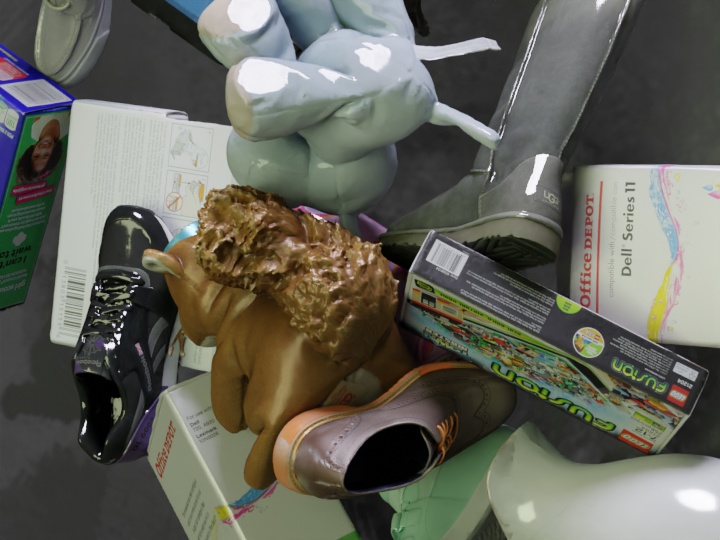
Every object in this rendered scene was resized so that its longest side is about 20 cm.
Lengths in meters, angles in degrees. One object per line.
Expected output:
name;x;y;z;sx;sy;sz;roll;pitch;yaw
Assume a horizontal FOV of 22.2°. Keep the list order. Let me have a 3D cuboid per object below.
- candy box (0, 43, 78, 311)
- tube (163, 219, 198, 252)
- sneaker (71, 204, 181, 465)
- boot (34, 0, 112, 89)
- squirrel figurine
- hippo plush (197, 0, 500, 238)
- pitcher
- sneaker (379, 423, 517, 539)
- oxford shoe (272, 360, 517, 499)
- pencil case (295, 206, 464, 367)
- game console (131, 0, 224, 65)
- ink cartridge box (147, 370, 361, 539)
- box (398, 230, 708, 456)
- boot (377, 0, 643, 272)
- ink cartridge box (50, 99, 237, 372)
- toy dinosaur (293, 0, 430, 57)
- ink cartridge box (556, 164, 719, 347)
candy box;-0.339;-0.089;1.560;0.169;0.077;0.201;35;120;27
tube;-0.069;0.046;1.383;0.200;0.077;0.050;46;109;18
sneaker;-0.183;0.051;1.420;0.075;0.087;0.202;0;93;25
boot;-0.247;-0.245;1.492;0.073;0.095;0.202;28;109;30
squirrel figurine;-0.061;0.017;1.257;0.187;0.141;0.201;45;143;32
hippo plush;-0.016;-0.120;1.252;0.198;0.161;0.161;5;61;-5
pitcher;0.193;0.196;1.211;0.199;0.121;0.173;11;129;34
sneaker;0.032;0.184;1.291;0.117;0.074;0.201;19;59;33
oxford shoe;0.040;0.113;1.216;0.073;0.199;0.072;15;117;49
pencil case;0.000;0.000;1.346;0.199;0.087;0.088;31;108;29
game console;-0.156;-0.267;1.381;0.117;0.175;0.201;57;134;36
ink cartridge box;-0.075;0.183;1.362;0.201;0.083;0.145;60;158;17
box;0.123;0.051;1.206;0.199;0.110;0.035;27;71;7
boot;0.100;-0.096;1.244;0.181;0.072;0.202;-7;63;48
ink cartridge box;-0.161;-0.028;1.476;0.172;0.043;0.202;10;98;22
toy dinosaur;-0.020;-0.170;1.359;0.199;0.103;0.077;-5;129;46
ink cartridge box;0.204;-0.011;1.212;0.198;0.067;0.118;3;93;34
